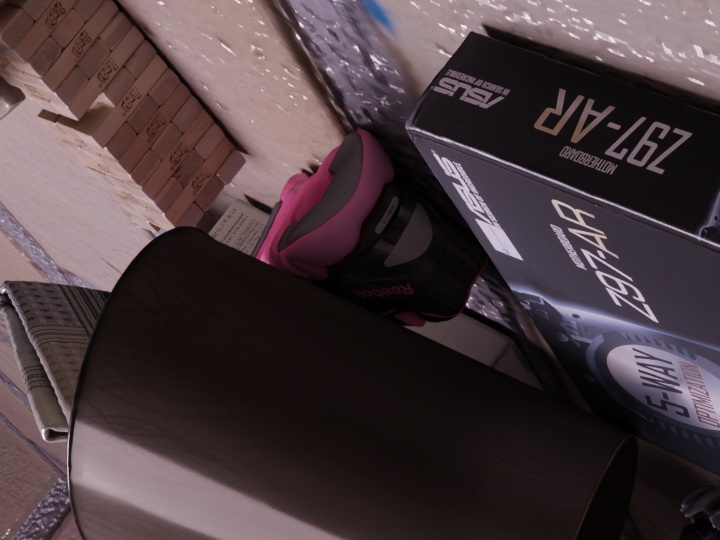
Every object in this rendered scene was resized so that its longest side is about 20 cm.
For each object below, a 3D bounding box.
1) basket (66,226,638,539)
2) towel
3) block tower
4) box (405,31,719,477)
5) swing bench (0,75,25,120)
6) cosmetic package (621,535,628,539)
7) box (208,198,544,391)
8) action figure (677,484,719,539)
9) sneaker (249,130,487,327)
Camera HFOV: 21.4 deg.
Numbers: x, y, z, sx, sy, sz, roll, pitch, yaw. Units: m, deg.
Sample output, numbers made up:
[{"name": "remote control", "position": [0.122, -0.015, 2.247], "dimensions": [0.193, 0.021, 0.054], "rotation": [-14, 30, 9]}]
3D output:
[{"name": "basket", "position": [0.002, 0.087, 0.779], "dimensions": [0.199, 0.137, 0.181], "rotation": [20, 148, 18]}, {"name": "towel", "position": [-0.098, 0.062, 1.072], "dimensions": [0.191, 0.035, 0.200], "rotation": [8, -163, -24]}, {"name": "block tower", "position": [-0.133, -0.096, 0.912], "dimensions": [0.058, 0.054, 0.200], "rotation": [23, 160, 46]}, {"name": "box", "position": [0.120, 0.014, 0.661], "dimensions": [0.160, 0.044, 0.200], "rotation": [25, 161, 40]}, {"name": "swing bench", "position": [-0.270, -0.123, 0.902], "dimensions": [0.199, 0.129, 0.200], "rotation": [53, -168, -10]}, {"name": "cosmetic package", "position": [0.089, 0.180, 1.050], "dimensions": [0.106, 0.091, 0.200], "rotation": [-23, 136, 34]}, {"name": "box", "position": [-0.002, 0.042, 0.989], "dimensions": [0.199, 0.069, 0.082], "rotation": [27, 163, 37]}, {"name": "action figure", "position": [0.154, 0.159, 0.748], "dimensions": [0.130, 0.200, 0.069], "rotation": [52, -167, 31]}, {"name": "sneaker", "position": [0.000, 0.000, 0.873], "dimensions": [0.095, 0.079, 0.200], "rotation": [28, 168, -11]}]
